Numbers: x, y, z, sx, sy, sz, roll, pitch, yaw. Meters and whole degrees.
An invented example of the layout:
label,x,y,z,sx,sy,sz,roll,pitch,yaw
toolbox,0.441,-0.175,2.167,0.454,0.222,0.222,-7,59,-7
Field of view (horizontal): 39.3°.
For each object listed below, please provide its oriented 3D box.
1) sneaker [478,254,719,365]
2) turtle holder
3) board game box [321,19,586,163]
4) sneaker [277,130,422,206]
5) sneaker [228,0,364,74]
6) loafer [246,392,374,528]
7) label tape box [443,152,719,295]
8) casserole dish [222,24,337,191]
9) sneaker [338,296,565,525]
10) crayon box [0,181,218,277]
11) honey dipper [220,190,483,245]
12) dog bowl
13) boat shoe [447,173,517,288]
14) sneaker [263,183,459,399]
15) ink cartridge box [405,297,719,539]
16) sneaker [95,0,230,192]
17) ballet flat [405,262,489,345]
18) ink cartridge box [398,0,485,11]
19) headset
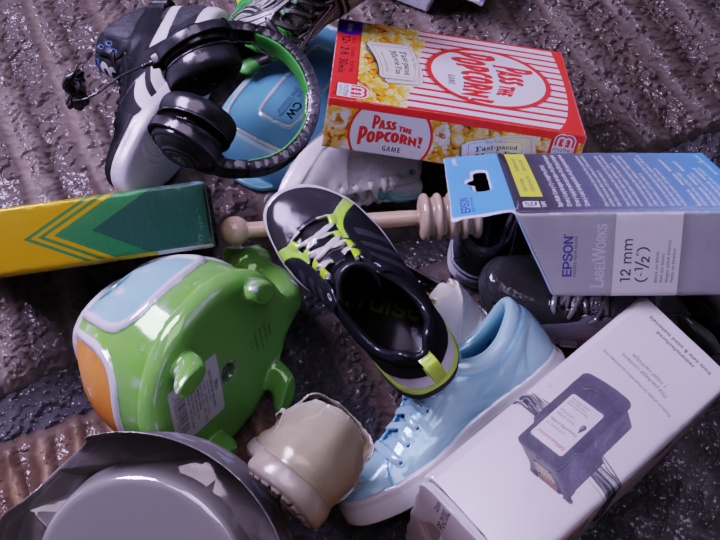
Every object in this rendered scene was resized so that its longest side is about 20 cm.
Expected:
label,x,y,z,sx,sy,sz,roll,pitch,yaw
sneaker,0.194,0.019,0.749,0.199,0.116,0.075,21,63,-2
turtle holder,-0.123,0.042,0.731,0.131,0.141,0.186,18,70,28
board game box,0.073,-0.142,0.825,0.199,0.046,0.152,8,36,-4
sneaker,0.006,-0.079,0.837,0.088,0.075,0.200,38,55,11
sneaker,-0.049,-0.217,0.842,0.078,0.200,0.085,32,61,-25
loafer,-0.028,0.120,0.655,0.068,0.200,0.076,-44,91,-7
label tape box,0.160,-0.036,0.710,0.199,0.066,0.143,-2,21,3
casserole dish,-0.051,-0.156,0.909,0.121,0.039,0.200,28,63,15
sneaker,0.051,0.094,0.722,0.200,0.074,0.082,-38,101,-17
crayon box,-0.213,-0.029,0.774,0.199,0.126,0.052,-9,94,-7
honey dipper,-0.007,-0.037,0.768,0.199,0.038,0.038,-4,59,-6
dog bowl,-0.129,0.193,0.632,0.199,0.059,0.201,1,94,12
boat shoe,0.111,-0.085,0.854,0.071,0.068,0.201,12,59,5
sneaker,0.000,0.000,0.688,0.072,0.083,0.200,-41,65,-6
ink cartridge box,0.134,0.131,0.680,0.200,0.145,0.084,-35,67,-20
sneaker,-0.199,-0.155,0.894,0.111,0.073,0.201,13,61,21
ballet flat,0.040,0.027,0.784,0.199,0.068,0.068,29,63,15
ink cartridge box,0.068,-0.354,1.030,0.199,0.041,0.200,24,61,12
headset,-0.134,-0.135,0.802,0.199,0.094,0.124,5,76,-13
